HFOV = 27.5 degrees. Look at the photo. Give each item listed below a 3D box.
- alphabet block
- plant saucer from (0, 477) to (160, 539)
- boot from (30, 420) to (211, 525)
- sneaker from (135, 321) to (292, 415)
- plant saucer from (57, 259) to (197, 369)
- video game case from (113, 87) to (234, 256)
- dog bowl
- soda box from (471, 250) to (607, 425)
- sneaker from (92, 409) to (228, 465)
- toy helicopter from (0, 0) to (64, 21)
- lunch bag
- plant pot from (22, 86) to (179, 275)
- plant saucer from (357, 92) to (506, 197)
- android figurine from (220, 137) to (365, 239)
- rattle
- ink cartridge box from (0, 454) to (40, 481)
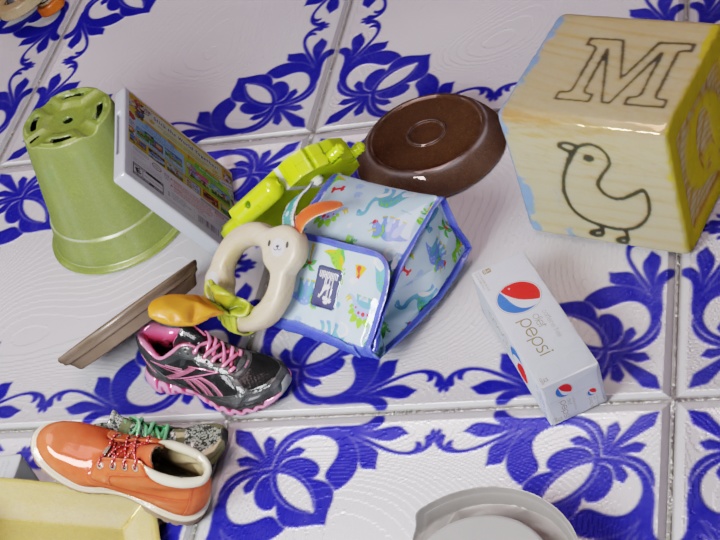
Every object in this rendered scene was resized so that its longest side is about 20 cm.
[{"bbox_3d":[0.302,-0.160,1.683,0.200,0.195,0.196,10,52,32],"label":"alphabet block"},{"bbox_3d":[-0.301,0.304,1.496,0.200,0.048,0.200,9,36,-22],"label":"plant saucer"},{"bbox_3d":[-0.246,0.194,1.535,0.200,0.107,0.075,19,59,-2],"label":"boot"},{"bbox_3d":[-0.174,0.102,1.677,0.200,0.095,0.079,7,47,27],"label":"sneaker"},{"bbox_3d":[-0.269,0.055,1.740,0.200,0.029,0.200,-37,5,4],"label":"plant saucer"},{"bbox_3d":[-0.233,-0.118,1.861,0.023,0.200,0.182,-36,37,22],"label":"video game case"},{"bbox_3d":[0.114,0.299,1.376,0.200,0.059,0.200,-12,42,11],"label":"dog bowl"},{"bbox_3d":[0.190,0.070,1.583,0.068,0.064,0.200,-24,42,-3],"label":"soda box"},{"bbox_3d":[-0.245,0.191,1.617,0.200,0.089,0.077,-11,42,12],"label":"sneaker"},{"bbox_3d":[-0.586,-0.459,2.472,0.132,0.079,0.200,-38,33,-5],"label":"toy helicopter"},{"bbox_3d":[0.000,0.000,1.696,0.170,0.127,0.200,16,64,38],"label":"lunch bag"},{"bbox_3d":[-0.348,-0.130,1.921,0.200,0.190,0.200,-12,43,12],"label":"plant pot"},{"bbox_3d":[0.087,-0.167,1.897,0.200,0.035,0.200,-12,43,12],"label":"plant saucer"},{"bbox_3d":[-0.078,-0.097,1.795,0.200,0.182,0.041,-37,77,28],"label":"android figurine"},{"bbox_3d":[-0.131,-0.023,1.643,0.200,0.143,0.130,-44,41,30],"label":"rattle"},{"bbox_3d":[-0.461,0.287,1.609,0.200,0.083,0.145,-7,45,16],"label":"ink cartridge box"}]
